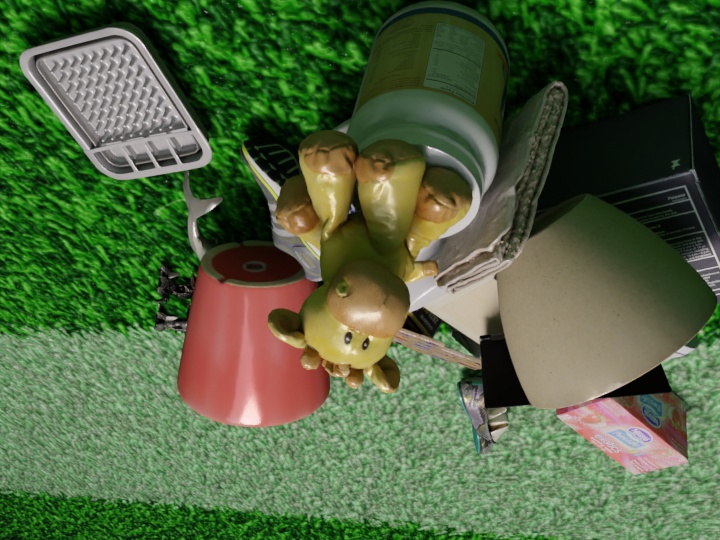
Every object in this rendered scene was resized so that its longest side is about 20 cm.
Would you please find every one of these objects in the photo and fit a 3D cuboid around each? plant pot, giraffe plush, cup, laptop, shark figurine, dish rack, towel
[{"bbox_3d":[-0.132,0.070,1.070,0.198,0.201,0.179,8,115,8],"label":"plant pot"},{"bbox_3d":[-0.004,0.006,0.723,0.171,0.163,0.201,11,142,3],"label":"giraffe plush"},{"bbox_3d":[0.209,0.014,0.803,0.200,0.200,0.144,-30,95,42],"label":"cup"},{"bbox_3d":[0.233,0.127,0.958,0.185,0.117,0.200,-6,151,9],"label":"laptop"},{"bbox_3d":[-0.187,-0.035,1.137,0.128,0.090,0.214,-42,131,9],"label":"shark figurine"},{"bbox_3d":[-0.275,-0.197,0.982,0.170,0.044,0.201,-5,139,24],"label":"dish rack"},{"bbox_3d":[0.133,-0.078,0.819,0.034,0.201,0.132,28,154,-14],"label":"towel"}]

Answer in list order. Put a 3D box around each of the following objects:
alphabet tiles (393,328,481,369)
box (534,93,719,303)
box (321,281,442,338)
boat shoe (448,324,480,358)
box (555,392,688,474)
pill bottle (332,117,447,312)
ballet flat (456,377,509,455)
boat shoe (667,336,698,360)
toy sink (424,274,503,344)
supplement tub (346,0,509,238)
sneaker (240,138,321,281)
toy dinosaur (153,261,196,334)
[{"bbox_3d":[0.069,0.093,1.117,0.198,0.008,0.167,20,170,0],"label":"alphabet tiles"},{"bbox_3d":[0.288,-0.056,0.915,0.199,0.124,0.199,-13,135,32],"label":"box"},{"bbox_3d":[0.000,0.000,1.088,0.159,0.049,0.200,17,154,47],"label":"box"},{"bbox_3d":[0.156,0.072,1.162,0.065,0.074,0.201,-3,130,34],"label":"boat shoe"},{"bbox_3d":[0.381,0.202,1.229,0.200,0.103,0.094,37,137,-26],"label":"box"},{"bbox_3d":[0.036,-0.063,0.916,0.201,0.115,0.116,58,140,12],"label":"pill bottle"},{"bbox_3d":[0.204,0.236,1.359,0.071,0.073,0.201,-1,142,18],"label":"ballet flat"},{"bbox_3d":[0.344,0.070,1.097,0.199,0.074,0.065,28,136,-16],"label":"boat shoe"},{"bbox_3d":[0.152,-0.007,1.017,0.199,0.131,0.112,34,138,-22],"label":"toy sink"},{"bbox_3d":[0.065,-0.144,0.812,0.143,0.201,0.145,9,143,7],"label":"supplement tub"},{"bbox_3d":[-0.085,-0.071,0.983,0.074,0.201,0.081,-14,153,-43],"label":"sneaker"},{"bbox_3d":[-0.234,0.056,1.254,0.134,0.102,0.201,6,123,-17],"label":"toy dinosaur"}]
